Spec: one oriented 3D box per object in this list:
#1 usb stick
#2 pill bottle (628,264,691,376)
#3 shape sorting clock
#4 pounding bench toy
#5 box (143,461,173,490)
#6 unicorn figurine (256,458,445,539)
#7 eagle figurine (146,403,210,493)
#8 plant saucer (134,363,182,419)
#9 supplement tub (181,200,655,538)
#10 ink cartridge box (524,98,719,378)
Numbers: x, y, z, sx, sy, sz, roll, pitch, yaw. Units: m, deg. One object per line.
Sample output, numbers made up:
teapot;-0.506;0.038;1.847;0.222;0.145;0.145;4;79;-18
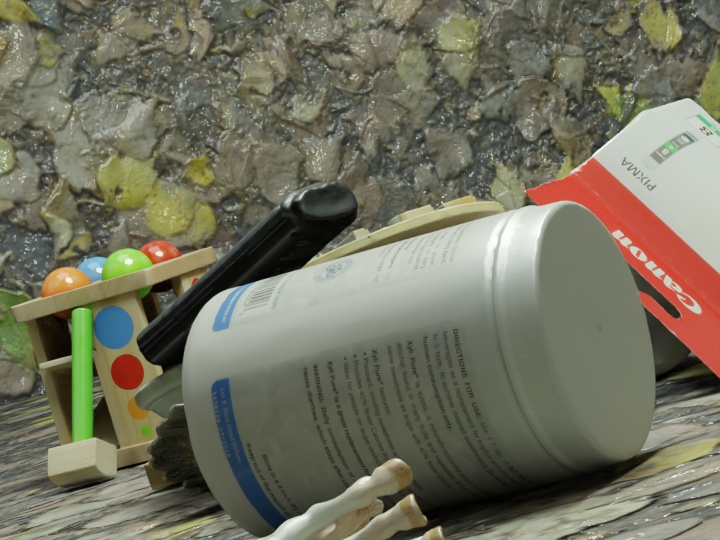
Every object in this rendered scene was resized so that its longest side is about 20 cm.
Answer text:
usb stick;-0.069;0.004;1.767;0.055;0.033;0.200;-12;-19;-39
pill bottle;0.140;0.012;1.832;0.112;0.113;0.200;-17;2;-10
shape sorting clock;0.000;0.000;1.889;0.200;0.039;0.200;-21;-7;-3
pounding bench toy;-0.186;0.068;2.231;0.124;0.156;0.200;-15;3;22
box;-0.029;0.101;1.995;0.200;0.021;0.163;-15;3;17
unicorn figurine;-0.035;0.122;1.078;0.137;0.074;0.200;-26;-12;2
eagle figurine;-0.011;0.070;1.730;0.200;0.151;0.152;-51;-25;-28
plant saucer;-0.043;0.065;1.883;0.200;0.050;0.200;-22;-7;-3
supplement tub;0.027;0.051;1.431;0.200;0.132;0.132;-14;3;27
ink cartridge box;0.198;-0.021;1.684;0.050;0.161;0.200;-52;-15;23
